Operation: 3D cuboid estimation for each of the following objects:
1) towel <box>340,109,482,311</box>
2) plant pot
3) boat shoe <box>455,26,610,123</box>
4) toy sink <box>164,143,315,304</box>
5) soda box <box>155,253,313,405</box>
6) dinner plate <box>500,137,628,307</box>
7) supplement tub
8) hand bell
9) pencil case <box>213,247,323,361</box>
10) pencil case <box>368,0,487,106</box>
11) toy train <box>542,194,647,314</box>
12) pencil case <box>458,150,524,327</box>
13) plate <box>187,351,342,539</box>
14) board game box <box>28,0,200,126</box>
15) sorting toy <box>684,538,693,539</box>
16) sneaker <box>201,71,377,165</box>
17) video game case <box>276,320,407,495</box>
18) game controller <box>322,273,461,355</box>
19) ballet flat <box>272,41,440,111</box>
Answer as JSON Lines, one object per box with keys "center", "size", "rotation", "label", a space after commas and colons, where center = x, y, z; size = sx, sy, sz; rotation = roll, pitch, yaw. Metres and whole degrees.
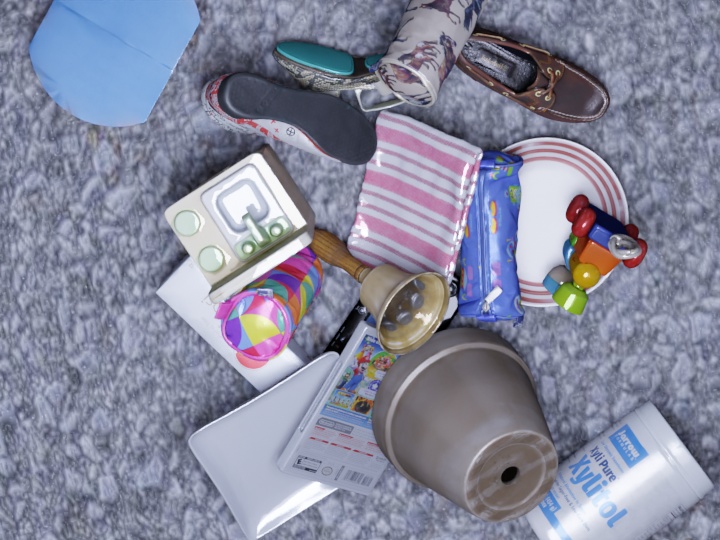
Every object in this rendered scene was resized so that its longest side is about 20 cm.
{"center": [0.056, -0.068, 1.686], "size": [0.146, 0.030, 0.201], "rotation": [24, 109, 33], "label": "towel"}
{"center": [0.136, 0.190, 1.678], "size": [0.199, 0.174, 0.201], "rotation": [-10, 117, -19], "label": "plant pot"}
{"center": [0.194, -0.219, 1.689], "size": [0.199, 0.070, 0.071], "rotation": [20, 99, -5], "label": "boat shoe"}
{"center": [-0.134, -0.059, 1.648], "size": [0.130, 0.200, 0.112], "rotation": [-33, 99, 6], "label": "toy sink"}
{"center": [-0.146, 0.066, 1.737], "size": [0.200, 0.068, 0.064], "rotation": [44, 96, -8], "label": "soda box"}
{"center": [0.216, -0.057, 1.741], "size": [0.199, 0.024, 0.202], "rotation": [0, 100, 0], "label": "dinner plate"}
{"center": [0.300, 0.262, 1.747], "size": [0.200, 0.132, 0.132], "rotation": [-38, 99, 6], "label": "supplement tub"}
{"center": [0.000, 0.000, 1.682], "size": [0.104, 0.200, 0.105], "rotation": [-25, 134, -29], "label": "hand bell"}
{"center": [-0.098, 0.031, 1.665], "size": [0.088, 0.200, 0.089], "rotation": [3, 106, 10], "label": "pencil case"}
{"center": [0.084, -0.280, 1.635], "size": [0.078, 0.089, 0.201], "rotation": [45, 64, -44], "label": "pencil case"}
{"center": [0.254, -0.001, 1.635], "size": [0.084, 0.200, 0.116], "rotation": [29, 104, -5], "label": "toy train"}
{"center": [0.148, -0.036, 1.690], "size": [0.077, 0.087, 0.202], "rotation": [0, 99, 10], "label": "pencil case"}
{"center": [-0.085, 0.201, 1.734], "size": [0.199, 0.032, 0.201], "rotation": [-30, 130, -6], "label": "plate"}
{"center": [-0.280, -0.266, 1.693], "size": [0.157, 0.039, 0.201], "rotation": [30, 94, -1], "label": "board game box"}
{"center": [0.383, 0.470, 1.816], "size": [0.199, 0.070, 0.199], "rotation": [-35, 99, 6], "label": "sorting toy"}
{"center": [-0.084, -0.175, 1.686], "size": [0.200, 0.108, 0.068], "rotation": [18, 86, -26], "label": "sneaker"}
{"center": [0.005, 0.164, 1.725], "size": [0.143, 0.018, 0.201], "rotation": [22, 104, -39], "label": "video game case"}
{"center": [0.037, 0.071, 1.754], "size": [0.104, 0.042, 0.201], "rotation": [34, 98, -6], "label": "game controller"}
{"center": [-0.003, -0.218, 1.694], "size": [0.198, 0.068, 0.076], "rotation": [2, 123, -2], "label": "ballet flat"}
